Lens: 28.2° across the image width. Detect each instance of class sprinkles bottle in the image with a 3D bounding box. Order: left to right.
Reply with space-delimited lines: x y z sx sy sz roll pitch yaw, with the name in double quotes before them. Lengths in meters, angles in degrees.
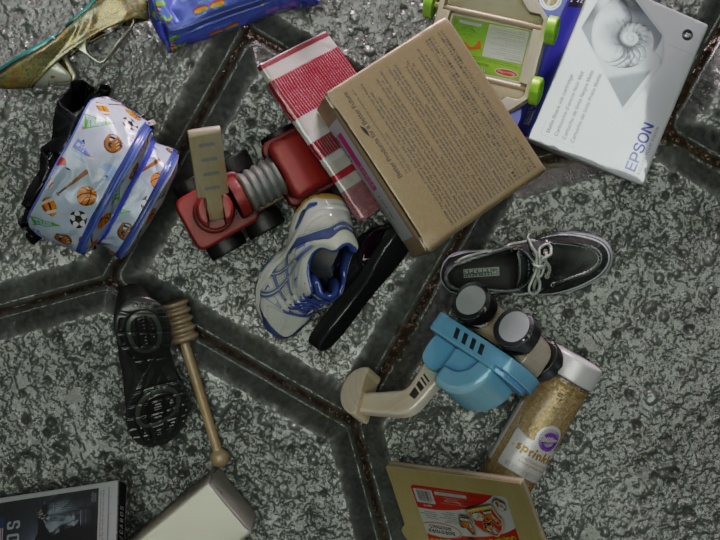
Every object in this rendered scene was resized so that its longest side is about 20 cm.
"sprinkles bottle" 0.199 0.184 1.639 0.068 0.068 0.201 29 94 -1

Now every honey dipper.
"honey dipper" -0.187 0.132 1.654 0.038 0.038 0.201 -16 95 1

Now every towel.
"towel" -0.022 -0.161 1.590 0.023 0.144 0.200 -32 93 38

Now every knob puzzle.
"knob puzzle" 0.135 0.299 1.622 0.219 0.030 0.220 19 132 23

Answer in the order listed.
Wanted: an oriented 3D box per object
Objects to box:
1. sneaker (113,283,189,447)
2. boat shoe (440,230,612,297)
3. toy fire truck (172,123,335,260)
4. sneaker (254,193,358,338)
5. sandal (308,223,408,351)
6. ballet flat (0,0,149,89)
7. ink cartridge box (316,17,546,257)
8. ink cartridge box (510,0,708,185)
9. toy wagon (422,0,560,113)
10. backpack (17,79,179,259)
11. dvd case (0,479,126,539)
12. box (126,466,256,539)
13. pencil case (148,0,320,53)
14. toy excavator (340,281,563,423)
"sneaker" -0.241 0.106 1.636 0.076 0.091 0.201 -8 115 -15
"boat shoe" 0.190 -0.006 1.627 0.198 0.068 0.074 -1 94 1
"toy fire truck" -0.119 -0.104 1.549 0.175 0.200 0.129 -29 93 -6
"sneaker" -0.061 0.013 1.582 0.075 0.088 0.201 1 132 -26
"sandal" -0.001 0.000 1.629 0.048 0.075 0.201 39 93 16
"ballet flat" -0.323 -0.250 1.617 0.200 0.071 0.071 -37 93 1
"ink cartridge box" 0.074 -0.141 1.540 0.164 0.075 0.200 -33 91 -12
"ink cartridge box" 0.264 -0.224 1.627 0.199 0.041 0.200 21 94 -1
"toy wagon" 0.133 -0.229 1.616 0.154 0.040 0.201 15 94 14
"backpack" -0.287 -0.098 1.563 0.153 0.191 0.201 23 92 -1
"dvd case" -0.357 0.322 1.614 0.199 0.025 0.151 -11 65 17
"box" -0.220 0.322 1.638 0.200 0.095 0.078 -40 93 4
"pencil case" -0.139 -0.306 1.603 0.199 0.087 0.078 -17 118 2
"toy excavator" 0.095 0.114 1.603 0.194 0.100 0.200 32 81 37
